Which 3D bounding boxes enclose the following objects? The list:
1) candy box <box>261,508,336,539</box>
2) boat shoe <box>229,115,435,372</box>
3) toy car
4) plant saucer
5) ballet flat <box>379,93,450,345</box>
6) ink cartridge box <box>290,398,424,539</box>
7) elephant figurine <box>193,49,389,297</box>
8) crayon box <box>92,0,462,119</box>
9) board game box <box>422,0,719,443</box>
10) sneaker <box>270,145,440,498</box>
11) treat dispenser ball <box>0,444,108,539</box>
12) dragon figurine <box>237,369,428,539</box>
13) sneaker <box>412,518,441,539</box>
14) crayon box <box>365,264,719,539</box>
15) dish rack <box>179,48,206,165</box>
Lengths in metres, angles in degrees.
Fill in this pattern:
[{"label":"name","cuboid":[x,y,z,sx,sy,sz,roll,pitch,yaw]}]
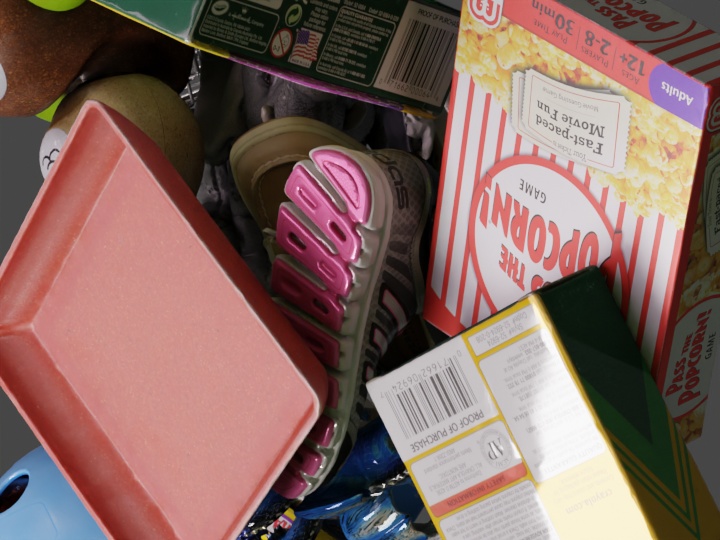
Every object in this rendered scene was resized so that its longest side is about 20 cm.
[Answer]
[{"label":"candy box","cuboid":[-0.011,0.170,1.638,0.199,0.026,0.102,31,169,34]},{"label":"boat shoe","cuboid":[0.000,0.000,1.548,0.200,0.073,0.063,50,-159,-38]},{"label":"toy car","cuboid":[-0.144,-0.068,1.576,0.164,0.157,0.201,-33,65,47]},{"label":"plant saucer","cuboid":[-0.102,0.044,1.497,0.200,0.037,0.200,52,137,19]},{"label":"ballet flat","cuboid":[0.054,-0.035,1.518,0.073,0.073,0.201,132,128,-60]},{"label":"ink cartridge box","cuboid":[-0.060,0.075,1.653,0.067,0.200,0.116,-56,15,-12]},{"label":"elephant figurine","cuboid":[-0.029,-0.085,1.620,0.155,0.141,0.201,32,133,33]},{"label":"crayon box","cuboid":[-0.071,-0.140,1.406,0.172,0.200,0.059,28,99,34]},{"label":"board game box","cuboid":[0.105,-0.034,1.379,0.151,0.046,0.201,33,130,37]},{"label":"sneaker","cuboid":[-0.003,0.023,1.479,0.074,0.087,0.201,33,124,33]},{"label":"treat dispenser ball","cuboid":[-0.157,0.201,1.904,0.201,0.200,0.202,171,90,-66]},{"label":"dragon figurine","cuboid":[0.004,0.109,1.535,0.199,0.059,0.100,-8,58,49]},{"label":"sneaker","cuboid":[0.084,0.126,1.516,0.200,0.077,0.087,-7,84,58]},{"label":"crayon box","cuboid":[0.098,0.114,1.371,0.125,0.051,0.201,-30,84,45]},{"label":"dish rack","cuboid":[-0.106,-0.144,1.763,0.153,0.054,0.201,26,-132,-70]}]
